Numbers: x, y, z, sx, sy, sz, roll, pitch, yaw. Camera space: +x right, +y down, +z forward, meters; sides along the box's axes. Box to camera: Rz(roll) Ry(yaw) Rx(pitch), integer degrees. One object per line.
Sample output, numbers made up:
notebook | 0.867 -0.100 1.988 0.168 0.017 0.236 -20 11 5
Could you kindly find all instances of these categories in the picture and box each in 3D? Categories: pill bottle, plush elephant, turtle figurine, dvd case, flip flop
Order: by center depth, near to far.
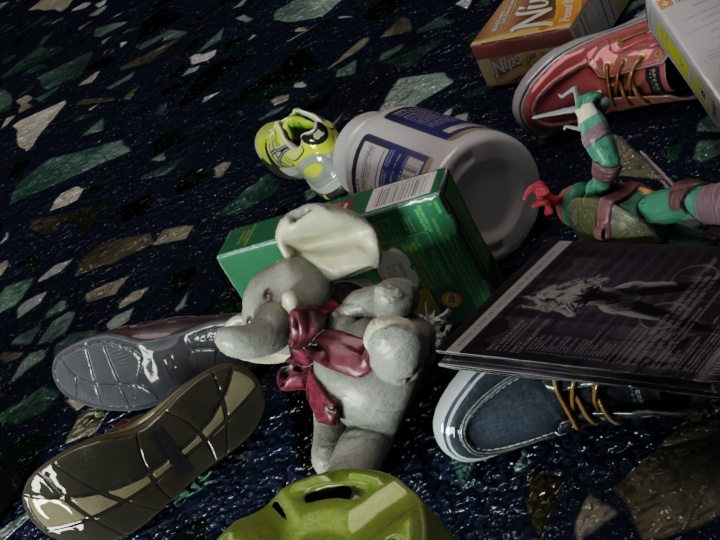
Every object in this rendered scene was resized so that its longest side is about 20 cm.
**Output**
dvd case | 0.165 0.025 0.791 0.199 0.016 0.149 4 32 41
turtle figurine | 0.202 -0.048 0.897 0.200 0.150 0.101 24 83 51
plush elephant | -0.029 0.049 0.898 0.154 0.165 0.200 25 28 8
flip flop | -0.164 0.139 0.983 0.200 0.081 0.058 -35 12 -13
pill bottle | 0.056 -0.081 1.093 0.111 0.111 0.200 -37 29 -14

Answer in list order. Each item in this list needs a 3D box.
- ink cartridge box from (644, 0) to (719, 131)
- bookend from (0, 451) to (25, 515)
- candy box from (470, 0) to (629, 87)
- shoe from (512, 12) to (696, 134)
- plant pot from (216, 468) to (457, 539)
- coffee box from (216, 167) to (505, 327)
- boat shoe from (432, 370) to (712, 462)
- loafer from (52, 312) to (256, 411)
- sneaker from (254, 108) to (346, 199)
ink cartridge box | 0.358 -0.184 1.014 0.197 0.047 0.201 -21 53 1
bookend | -0.418 0.222 1.053 0.198 0.092 0.200 -10 35 34
candy box | 0.208 -0.273 1.323 0.115 0.055 0.200 -4 38 38
shoe | 0.234 -0.174 1.123 0.199 0.072 0.091 -27 25 -3
plant pot | 0.012 0.200 0.597 0.199 0.190 0.200 -22 28 13
coffee box | 0.000 0.000 1.003 0.199 0.123 0.044 -16 32 25
boat shoe | 0.144 0.071 0.807 0.200 0.071 0.091 -30 24 -5
loafer | -0.170 0.075 1.108 0.199 0.072 0.063 -10 13 20
sneaker | -0.060 -0.138 1.327 0.075 0.077 0.200 -39 29 -15
